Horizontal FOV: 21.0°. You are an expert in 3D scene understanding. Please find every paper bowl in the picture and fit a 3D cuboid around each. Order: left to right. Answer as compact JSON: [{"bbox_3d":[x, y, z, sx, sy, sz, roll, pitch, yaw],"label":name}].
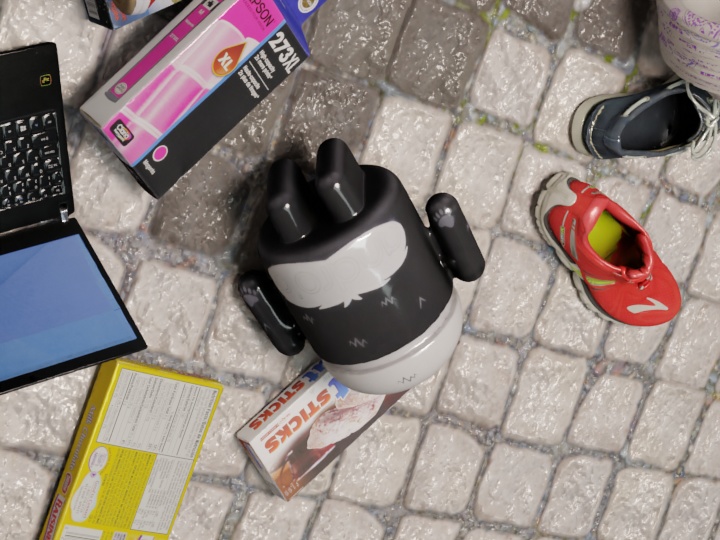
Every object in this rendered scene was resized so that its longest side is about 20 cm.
[{"bbox_3d":[0.348,-0.206,1.616,0.200,0.201,0.105,-31,132,-24],"label":"paper bowl"}]

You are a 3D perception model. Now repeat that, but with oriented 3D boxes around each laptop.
[{"bbox_3d":[-0.250,-0.031,1.293,0.177,0.103,0.201,-17,116,-32],"label":"laptop"}]

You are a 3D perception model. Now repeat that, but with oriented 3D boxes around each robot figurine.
[{"bbox_3d":[-0.001,0.000,1.476,0.125,0.150,0.200,-48,123,-31],"label":"robot figurine"}]

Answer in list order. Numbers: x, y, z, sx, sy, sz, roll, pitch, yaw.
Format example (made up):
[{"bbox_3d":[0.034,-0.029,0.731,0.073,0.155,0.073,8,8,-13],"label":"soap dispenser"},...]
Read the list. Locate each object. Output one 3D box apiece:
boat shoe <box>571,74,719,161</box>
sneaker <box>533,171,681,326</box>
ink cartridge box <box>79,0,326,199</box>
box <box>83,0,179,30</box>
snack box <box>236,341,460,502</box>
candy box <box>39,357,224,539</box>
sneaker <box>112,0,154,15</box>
[{"bbox_3d":[0.274,-0.134,1.677,0.200,0.062,0.075,-10,110,-35],"label":"boat shoe"},{"bbox_3d":[0.224,-0.005,1.672,0.200,0.085,0.077,41,81,-39],"label":"sneaker"},{"bbox_3d":[-0.101,-0.149,1.380,0.200,0.037,0.095,-46,143,-8],"label":"ink cartridge box"},{"bbox_3d":[-0.145,-0.282,1.322,0.136,0.038,0.200,-29,122,-26],"label":"box"},{"bbox_3d":[-0.008,0.094,1.573,0.200,0.024,0.072,-42,125,-18],"label":"snack box"},{"bbox_3d":[-0.180,0.167,1.468,0.102,0.026,0.200,16,97,-42],"label":"candy box"},{"bbox_3d":[-0.116,-0.270,1.277,0.112,0.071,0.201,-9,109,-31],"label":"sneaker"}]
